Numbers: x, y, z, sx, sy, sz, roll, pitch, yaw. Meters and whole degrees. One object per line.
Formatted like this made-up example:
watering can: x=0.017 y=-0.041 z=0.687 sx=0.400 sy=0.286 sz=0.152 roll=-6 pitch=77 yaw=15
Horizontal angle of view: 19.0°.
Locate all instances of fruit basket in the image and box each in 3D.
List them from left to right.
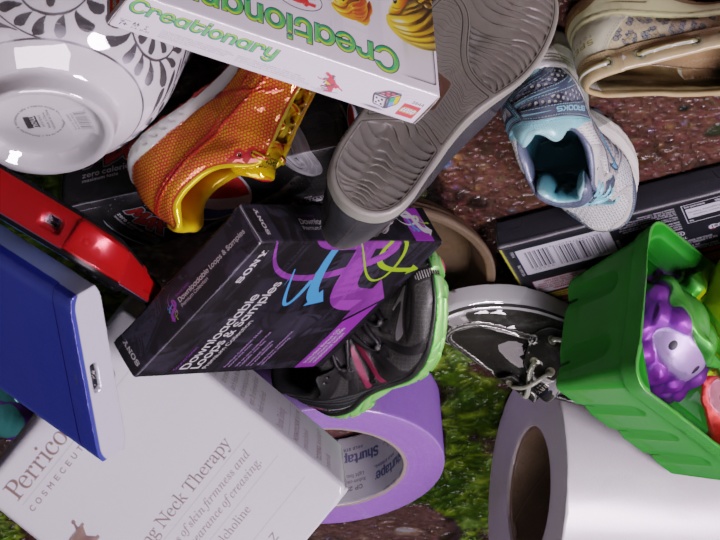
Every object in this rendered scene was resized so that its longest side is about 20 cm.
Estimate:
fruit basket: x=0.270 y=0.052 z=1.553 sx=0.214 sy=0.156 sz=0.216 roll=8 pitch=152 yaw=4

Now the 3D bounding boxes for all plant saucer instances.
plant saucer: x=0.000 y=0.000 z=1.587 sx=0.198 sy=0.030 sz=0.201 roll=-2 pitch=146 yaw=-1

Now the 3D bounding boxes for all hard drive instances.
hard drive: x=-0.233 y=0.028 z=1.419 sx=0.025 sy=0.199 sz=0.133 roll=-32 pitch=133 yaw=-32

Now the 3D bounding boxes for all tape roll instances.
tape roll: x=-0.032 y=0.134 z=1.758 sx=0.198 sy=0.066 sz=0.201 roll=-2 pitch=148 yaw=-1
tape roll: x=0.197 y=0.183 z=1.731 sx=0.138 sy=0.204 sz=0.203 roll=5 pitch=146 yaw=-14

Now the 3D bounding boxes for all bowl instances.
bowl: x=-0.194 y=-0.121 z=1.321 sx=0.199 sy=0.095 sz=0.201 roll=-2 pitch=148 yaw=-1

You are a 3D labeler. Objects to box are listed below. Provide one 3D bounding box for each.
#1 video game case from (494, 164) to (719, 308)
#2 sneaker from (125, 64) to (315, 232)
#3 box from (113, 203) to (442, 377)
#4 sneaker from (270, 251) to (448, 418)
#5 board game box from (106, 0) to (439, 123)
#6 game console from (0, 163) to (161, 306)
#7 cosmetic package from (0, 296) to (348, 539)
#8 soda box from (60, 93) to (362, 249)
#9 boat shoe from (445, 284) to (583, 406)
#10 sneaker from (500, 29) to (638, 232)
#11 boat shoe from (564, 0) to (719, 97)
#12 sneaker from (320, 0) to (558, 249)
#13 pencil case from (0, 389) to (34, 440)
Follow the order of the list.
video game case: x=0.219 y=-0.005 z=1.604 sx=0.199 sy=0.026 sz=0.181 roll=-15 pitch=145 yaw=15
sneaker: x=-0.058 y=-0.102 z=1.344 sx=0.200 sy=0.077 sz=0.073 roll=-45 pitch=164 yaw=19
box: x=-0.052 y=0.014 z=1.444 sx=0.199 sy=0.036 sz=0.143 roll=0 pitch=141 yaw=-51
sneaker: x=0.000 y=0.051 z=1.571 sx=0.083 sy=0.077 sz=0.200 roll=12 pitch=143 yaw=-29
board game box: x=-0.049 y=-0.168 z=1.231 sx=0.199 sy=0.127 sz=0.035 roll=15 pitch=143 yaw=-28
game console: x=-0.222 y=-0.039 z=1.363 sx=0.199 sy=0.031 sz=0.177 roll=31 pitch=172 yaw=8
cosmetic package: x=-0.136 y=0.141 z=1.539 sx=0.200 sy=0.166 sz=0.168 roll=39 pitch=94 yaw=-5
soda box: x=-0.096 y=-0.072 z=1.426 sx=0.199 sy=0.071 sz=0.063 roll=-13 pitch=146 yaw=15
boat shoe: x=0.138 y=0.062 z=1.615 sx=0.199 sy=0.064 sz=0.071 roll=14 pitch=143 yaw=-26
sneaker: x=0.135 y=-0.069 z=1.438 sx=0.077 sy=0.087 sz=0.200 roll=-15 pitch=145 yaw=19
boat shoe: x=0.229 y=-0.133 z=1.371 sx=0.198 sy=0.063 sz=0.073 roll=0 pitch=146 yaw=-7
sneaker: x=0.040 y=-0.103 z=1.338 sx=0.075 sy=0.200 sz=0.106 roll=42 pitch=163 yaw=0
pencil case: x=-0.246 y=0.094 z=1.655 sx=0.199 sy=0.086 sz=0.092 roll=16 pitch=161 yaw=-29
